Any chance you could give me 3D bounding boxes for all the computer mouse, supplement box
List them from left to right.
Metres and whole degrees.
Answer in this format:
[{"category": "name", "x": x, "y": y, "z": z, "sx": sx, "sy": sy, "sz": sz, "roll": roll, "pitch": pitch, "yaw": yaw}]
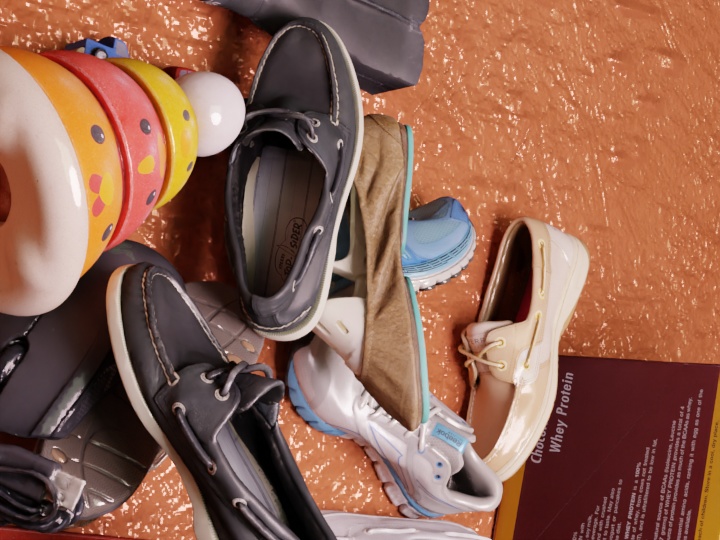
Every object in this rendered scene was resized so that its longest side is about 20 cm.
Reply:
[{"category": "computer mouse", "x": -0.165, "y": 0.041, "z": 0.863, "sx": 0.200, "sy": 0.138, "sz": 0.053, "roll": -53, "pitch": 152, "yaw": -41}, {"category": "supplement box", "x": 0.220, "y": 0.174, "z": 1.185, "sx": 0.132, "sy": 0.199, "sz": 0.199, "roll": 20, "pitch": 76, "yaw": -42}]

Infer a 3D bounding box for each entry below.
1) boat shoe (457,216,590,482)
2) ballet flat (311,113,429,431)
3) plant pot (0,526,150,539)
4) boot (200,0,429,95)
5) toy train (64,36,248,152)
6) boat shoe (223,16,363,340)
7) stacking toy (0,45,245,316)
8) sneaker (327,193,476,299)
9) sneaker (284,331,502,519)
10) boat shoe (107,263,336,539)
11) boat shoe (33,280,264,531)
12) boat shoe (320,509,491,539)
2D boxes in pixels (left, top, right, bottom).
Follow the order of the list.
[{"category": "boat shoe", "x": 0.105, "y": 0.054, "z": 1.169, "sx": 0.069, "sy": 0.074, "sz": 0.201, "roll": 31, "pitch": 65, "yaw": -30}, {"category": "ballet flat", "x": 0.000, "y": 0.000, "z": 0.984, "sx": 0.072, "sy": 0.068, "sz": 0.202, "roll": -1, "pitch": 78, "yaw": -12}, {"category": "plant pot", "x": -0.120, "y": 0.259, "z": 0.869, "sx": 0.199, "sy": 0.199, "sz": 0.178, "roll": 16, "pitch": 92, "yaw": -43}, {"category": "boot", "x": -0.026, "y": -0.221, "z": 1.033, "sx": 0.199, "sy": 0.065, "sz": 0.166, "roll": 19, "pitch": 85, "yaw": -40}, {"category": "toy train", "x": -0.106, "y": -0.101, "z": 0.978, "sx": 0.199, "sy": 0.034, "sz": 0.046, "roll": 17, "pitch": 75, "yaw": -44}, {"category": "boat shoe", "x": -0.046, "y": -0.063, "z": 0.950, "sx": 0.066, "sy": 0.074, "sz": 0.201, "roll": 42, "pitch": 57, "yaw": -70}, {"category": "stacking toy", "x": -0.138, "y": -0.073, "z": 0.873, "sx": 0.199, "sy": 0.145, "sz": 0.147, "roll": -28, "pitch": 109, "yaw": -44}, {"category": "sneaker", "x": 0.001, "y": -0.024, "z": 1.056, "sx": 0.199, "sy": 0.078, "sz": 0.091, "roll": -20, "pitch": 101, "yaw": -43}, {"category": "sneaker", "x": 0.031, "y": 0.100, "z": 1.079, "sx": 0.200, "sy": 0.086, "sz": 0.075, "roll": 45, "pitch": 62, "yaw": -33}, {"category": "boat shoe", "x": -0.065, "y": 0.081, "z": 0.823, "sx": 0.074, "sy": 0.066, "sz": 0.201, "roll": -3, "pitch": 70, "yaw": -62}, {"category": "boat shoe", "x": -0.130, "y": 0.077, "z": 0.932, "sx": 0.076, "sy": 0.072, "sz": 0.200, "roll": 45, "pitch": 47, "yaw": 1}, {"category": "boat shoe", "x": 0.015, "y": 0.200, "z": 1.065, "sx": 0.199, "sy": 0.068, "sz": 0.073, "roll": 12, "pitch": 82, "yaw": -35}]
